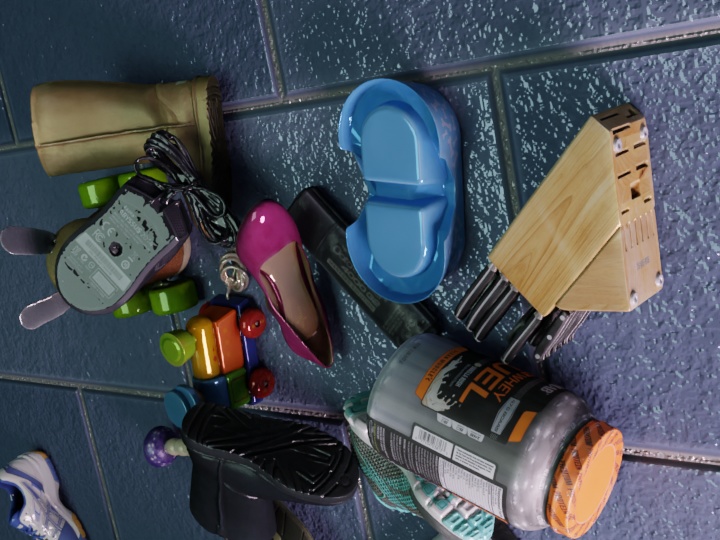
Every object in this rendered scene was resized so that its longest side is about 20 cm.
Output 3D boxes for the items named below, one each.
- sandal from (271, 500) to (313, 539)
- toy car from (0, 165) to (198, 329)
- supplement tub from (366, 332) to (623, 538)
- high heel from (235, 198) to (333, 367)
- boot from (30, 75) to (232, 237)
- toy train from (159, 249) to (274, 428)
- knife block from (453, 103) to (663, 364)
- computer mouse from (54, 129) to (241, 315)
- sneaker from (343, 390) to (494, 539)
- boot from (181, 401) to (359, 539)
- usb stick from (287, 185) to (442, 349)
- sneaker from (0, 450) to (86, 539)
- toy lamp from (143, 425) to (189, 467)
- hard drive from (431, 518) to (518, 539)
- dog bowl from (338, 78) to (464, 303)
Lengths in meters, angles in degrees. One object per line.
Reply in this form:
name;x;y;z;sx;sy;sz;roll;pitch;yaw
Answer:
sandal;-0.101;0.298;1.164;0.080;0.057;0.201;-46;51;4
toy car;-0.303;-0.012;1.122;0.157;0.199;0.165;-5;102;42
supplement tub;0.114;0.141;0.870;0.199;0.122;0.123;21;119;33
high heel;-0.062;0.014;0.980;0.096;0.067;0.200;45;164;29
boot;-0.239;-0.117;1.068;0.198;0.066;0.177;-3;93;12
toy train;-0.168;0.062;1.090;0.084;0.115;0.201;6;110;39
knife block;0.147;-0.024;0.818;0.175;0.064;0.201;1;107;40
computer mouse;-0.222;-0.032;1.029;0.200;0.053;0.139;-38;92;11
sneaker;0.055;0.203;0.979;0.200;0.077;0.092;44;139;40
boot;-0.095;0.231;1.067;0.199;0.077;0.169;16;137;15
usb stick;0.000;0.000;0.979;0.200;0.033;0.056;47;124;18
sneaker;-0.474;0.371;1.493;0.075;0.088;0.201;-30;87;41
toy lamp;-0.180;0.209;1.197;0.199;0.058;0.059;-6;102;42
hard drive;0.107;0.332;1.009;0.140;0.033;0.200;50;131;15
dog bowl;0.041;-0.073;0.903;0.111;0.049;0.201;10;113;39
